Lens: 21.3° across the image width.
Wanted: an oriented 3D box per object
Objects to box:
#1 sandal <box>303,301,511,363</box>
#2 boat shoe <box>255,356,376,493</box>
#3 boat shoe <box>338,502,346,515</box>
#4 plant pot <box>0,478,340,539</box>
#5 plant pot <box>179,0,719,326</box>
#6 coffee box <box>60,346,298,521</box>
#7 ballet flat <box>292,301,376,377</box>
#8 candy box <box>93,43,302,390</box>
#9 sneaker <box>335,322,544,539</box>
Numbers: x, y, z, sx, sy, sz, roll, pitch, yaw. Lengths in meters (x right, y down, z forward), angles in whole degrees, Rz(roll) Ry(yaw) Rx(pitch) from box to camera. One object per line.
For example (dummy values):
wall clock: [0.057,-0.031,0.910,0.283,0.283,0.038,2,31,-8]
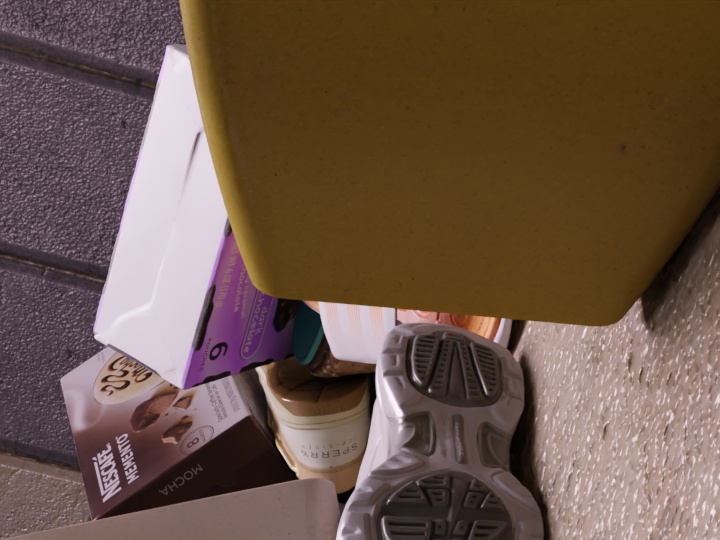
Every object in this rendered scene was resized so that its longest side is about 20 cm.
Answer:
sandal: [-0.001,0.008,0.916,0.206,0.059,0.080,13,103,58]
boat shoe: [-0.026,0.077,1.124,0.200,0.074,0.067,-89,-7,-79]
boat shoe: [-0.031,0.208,1.048,0.067,0.057,0.201,46,134,36]
plant pot: [-0.086,0.224,0.809,0.200,0.199,0.178,81,178,-61]
plant pot: [0.036,-0.093,0.672,0.200,0.199,0.177,-88,5,-54]
coffee box: [-0.110,0.105,1.183,0.113,0.080,0.200,-33,26,1]
ballet flat: [0.022,-0.025,1.003,0.071,0.065,0.200,-106,31,-46]
candy box: [-0.040,-0.040,1.063,0.200,0.071,0.168,-14,-53,-55]
sneaker: [0.028,0.112,0.772,0.200,0.078,0.100,-74,-4,-57]
